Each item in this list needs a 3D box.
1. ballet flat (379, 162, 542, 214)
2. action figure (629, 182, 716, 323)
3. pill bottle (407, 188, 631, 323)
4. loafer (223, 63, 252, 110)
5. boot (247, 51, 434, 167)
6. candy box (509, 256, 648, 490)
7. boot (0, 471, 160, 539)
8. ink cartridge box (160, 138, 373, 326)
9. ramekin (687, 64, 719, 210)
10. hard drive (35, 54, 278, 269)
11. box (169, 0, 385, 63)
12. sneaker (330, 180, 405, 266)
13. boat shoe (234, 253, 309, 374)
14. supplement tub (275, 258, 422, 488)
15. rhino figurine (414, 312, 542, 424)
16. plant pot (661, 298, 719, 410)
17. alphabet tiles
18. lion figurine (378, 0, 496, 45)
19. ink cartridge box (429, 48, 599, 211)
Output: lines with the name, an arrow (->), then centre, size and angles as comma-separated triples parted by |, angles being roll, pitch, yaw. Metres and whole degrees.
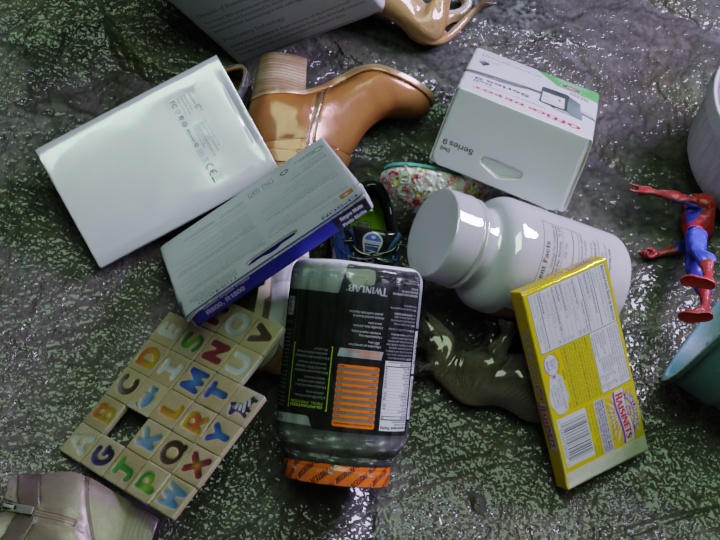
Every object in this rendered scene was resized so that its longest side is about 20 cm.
ballet flat -> 0.108, -0.064, 1.620 | 0.200, 0.076, 0.064 | 8, 74, -33
action figure -> 0.318, -0.027, 1.658 | 0.099, 0.065, 0.200 | 6, 33, 11
pill bottle -> 0.151, -0.008, 1.563 | 0.200, 0.114, 0.114 | 18, 56, -27
loafer -> -0.190, -0.145, 1.639 | 0.073, 0.072, 0.200 | 41, 62, 12
boot -> -0.020, -0.137, 1.669 | 0.200, 0.077, 0.155 | 10, 67, -21
candy box -> 0.208, 0.096, 1.524 | 0.102, 0.026, 0.200 | -22, 106, -28
boot -> -0.263, 0.270, 1.395 | 0.146, 0.070, 0.200 | 12, 58, 4
ink cartridge box -> -0.086, -0.030, 1.501 | 0.200, 0.200, 0.041 | -34, 113, 1
ramekin -> 0.445, -0.132, 1.720 | 0.200, 0.105, 0.200 | 9, 55, -13
hard drive -> -0.198, -0.107, 1.588 | 0.200, 0.025, 0.132 | -29, 91, -8
box -> -0.091, -0.362, 1.680 | 0.200, 0.171, 0.199 | -16, 53, 32
sneaker -> 0.000, 0.000, 1.581 | 0.078, 0.089, 0.200 | 4, 62, -8
boat shoe -> -0.079, 0.017, 1.573 | 0.068, 0.075, 0.200 | 34, 47, -23
supplement tub -> -0.012, 0.092, 1.472 | 0.122, 0.123, 0.200 | 7, 88, -7
rhino figurine -> 0.127, 0.092, 1.565 | 0.200, 0.060, 0.088 | 16, 82, 0
plant pot -> 0.431, 0.094, 1.557 | 0.196, 0.200, 0.200 | 41, 61, 5
alphabet tiles -> -0.160, 0.114, 1.457 | 0.167, 0.008, 0.200 | 22, 67, 41
lion figurine -> 0.041, -0.296, 1.772 | 0.200, 0.072, 0.123 | 25, 66, 0
ink cartridge box -> 0.161, -0.146, 1.639 | 0.146, 0.084, 0.200 | 21, 21, 2
